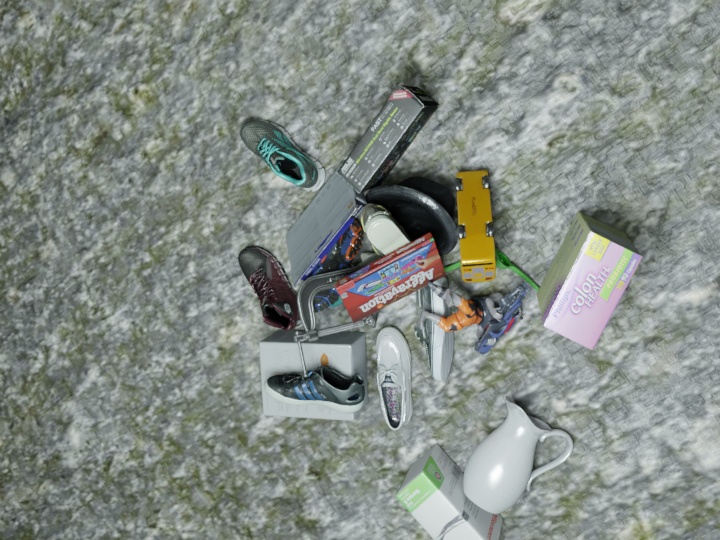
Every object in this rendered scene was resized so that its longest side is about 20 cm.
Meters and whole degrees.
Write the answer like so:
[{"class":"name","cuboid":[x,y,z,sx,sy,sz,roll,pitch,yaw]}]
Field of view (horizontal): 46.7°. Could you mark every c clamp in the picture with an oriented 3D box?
[{"class":"c clamp","cuboid":[-0.042,0.085,1.575,0.196,0.027,0.175,-18,94,-20]}]

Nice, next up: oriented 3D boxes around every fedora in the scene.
[{"class":"fedora","cuboid":[0.107,-0.116,1.552,0.198,0.092,0.202,25,150,15]}]

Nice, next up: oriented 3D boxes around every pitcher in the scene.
[{"class":"pitcher","cuboid":[0.301,0.369,1.598,0.169,0.121,0.203,29,96,-6]}]

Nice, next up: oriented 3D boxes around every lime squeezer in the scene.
[{"class":"lime squeezer","cuboid":[0.249,-0.008,1.579,0.195,0.038,0.072,11,103,14]}]

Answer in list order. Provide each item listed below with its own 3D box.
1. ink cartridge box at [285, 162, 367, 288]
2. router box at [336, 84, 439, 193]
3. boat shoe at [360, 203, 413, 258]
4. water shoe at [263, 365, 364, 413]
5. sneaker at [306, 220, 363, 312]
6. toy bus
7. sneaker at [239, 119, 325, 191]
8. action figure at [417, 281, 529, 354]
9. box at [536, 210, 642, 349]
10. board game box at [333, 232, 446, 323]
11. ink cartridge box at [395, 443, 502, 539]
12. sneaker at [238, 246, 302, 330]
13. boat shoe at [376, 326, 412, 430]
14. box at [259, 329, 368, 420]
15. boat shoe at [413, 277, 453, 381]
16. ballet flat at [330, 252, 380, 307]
[{"class":"ink cartridge box","cuboid":[-0.066,-0.081,1.583,0.040,0.201,0.200,31,111,-25]},{"class":"router box","cuboid":[0.052,-0.243,1.537,0.062,0.150,0.201,40,107,6]},{"class":"boat shoe","cuboid":[0.060,-0.048,1.540,0.071,0.202,0.061,-32,46,5]},{"class":"water shoe","cuboid":[-0.086,0.211,1.583,0.195,0.072,0.080,9,119,5]},{"class":"sneaker","cuboid":[-0.061,-0.006,1.622,0.075,0.078,0.202,38,69,-25]},{"class":"toy bus","cuboid":[0.209,-0.085,1.520,0.063,0.079,0.204,-4,55,8]},{"class":"sneaker","cuboid":[-0.160,-0.229,1.633,0.198,0.091,0.078,35,106,8]},{"class":"action figure","cuboid":[0.225,0.060,1.539,0.190,0.106,0.201,7,137,-26]},{"class":"box","cuboid":[0.391,0.011,1.450,0.095,0.200,0.179,25,105,3]},{"class":"board game box","cuboid":[0.056,0.016,1.530,0.197,0.020,0.104,-28,134,-1]},{"class":"ink cartridge box","cuboid":[0.176,0.462,1.626,0.084,0.145,0.200,-43,86,19]},{"class":"sneaker","cuboid":[-0.187,0.039,1.676,0.076,0.115,0.201,-43,87,19]},{"class":"boat shoe","cuboid":[0.062,0.217,1.657,0.070,0.068,0.205,1,100,16]},{"class":"box","cuboid":[-0.092,0.208,1.682,0.195,0.106,0.156,1,100,17]},{"class":"boat shoe","cuboid":[0.139,0.112,1.624,0.069,0.072,0.205,-1,89,25]},{"class":"ballet flat","cuboid":[0.000,0.000,1.644,0.198,0.067,0.065,-31,60,17]}]
